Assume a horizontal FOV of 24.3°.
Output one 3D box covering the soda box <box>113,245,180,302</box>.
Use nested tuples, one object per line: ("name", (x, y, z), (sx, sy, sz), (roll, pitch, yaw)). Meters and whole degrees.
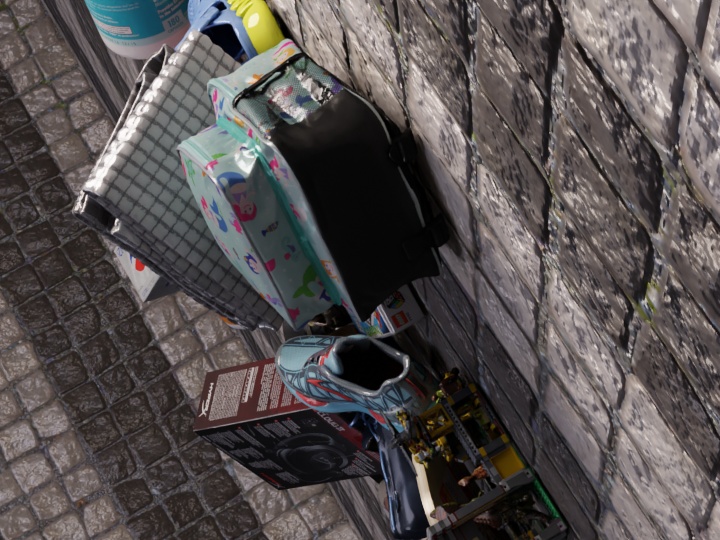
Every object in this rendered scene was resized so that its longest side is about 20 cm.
("soda box", (-0.134, -0.036, 1.618), (0.064, 0.199, 0.068), (57, 140, 16))

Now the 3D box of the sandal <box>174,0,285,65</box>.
("sandal", (-0.124, -0.200, 1.423), (0.080, 0.087, 0.200), (62, 174, -20))

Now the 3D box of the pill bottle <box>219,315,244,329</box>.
("pill bottle", (-0.151, -0.043, 1.733), (0.200, 0.112, 0.112), (52, 177, -30))

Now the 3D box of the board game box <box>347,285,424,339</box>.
("board game box", (0.000, 0.000, 1.512), (0.127, 0.034, 0.200), (62, 172, 0))

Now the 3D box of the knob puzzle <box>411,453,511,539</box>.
("knob puzzle", (0.094, 0.250, 1.512), (0.220, 0.030, 0.220), (54, -164, -23))

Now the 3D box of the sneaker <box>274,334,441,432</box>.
("sneaker", (-0.007, 0.084, 1.536), (0.199, 0.080, 0.096), (13, 150, 39))

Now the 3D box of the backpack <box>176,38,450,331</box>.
("backpack", (-0.043, -0.066, 1.206), (0.178, 0.150, 0.200), (65, 176, -33))

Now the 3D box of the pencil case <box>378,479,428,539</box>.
("pencil case", (0.096, 0.270, 1.701), (0.200, 0.089, 0.078), (-131, 42, -52))

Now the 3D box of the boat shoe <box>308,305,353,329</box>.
("boat shoe", (-0.036, 0.025, 1.724), (0.072, 0.059, 0.200), (58, 171, 10))

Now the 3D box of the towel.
("towel", (-0.118, -0.067, 1.327), (0.200, 0.166, 0.085), (36, 163, -29))

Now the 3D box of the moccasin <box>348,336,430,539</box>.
("moccasin", (0.027, 0.160, 1.599), (0.080, 0.068, 0.201), (24, -133, -57))

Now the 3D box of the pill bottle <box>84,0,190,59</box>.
("pill bottle", (-0.223, -0.304, 1.574), (0.111, 0.110, 0.200), (54, 170, 39))

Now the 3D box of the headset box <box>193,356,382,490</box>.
("headset box", (-0.048, 0.153, 1.727), (0.149, 0.199, 0.078), (40, -132, -39))

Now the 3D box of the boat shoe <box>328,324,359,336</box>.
("boat shoe", (-0.032, 0.113, 1.799), (0.072, 0.073, 0.200), (26, 150, -23))

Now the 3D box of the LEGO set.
("LEGO set", (0.081, 0.195, 1.388), (0.201, 0.115, 0.154), (59, 172, 12))

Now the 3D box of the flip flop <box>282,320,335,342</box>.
("flip flop", (-0.053, 0.031, 1.859), (0.081, 0.057, 0.201), (3, 115, 46))

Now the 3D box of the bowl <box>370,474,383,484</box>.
("bowl", (0.011, 0.202, 1.896), (0.200, 0.039, 0.201), (40, 172, 7))
